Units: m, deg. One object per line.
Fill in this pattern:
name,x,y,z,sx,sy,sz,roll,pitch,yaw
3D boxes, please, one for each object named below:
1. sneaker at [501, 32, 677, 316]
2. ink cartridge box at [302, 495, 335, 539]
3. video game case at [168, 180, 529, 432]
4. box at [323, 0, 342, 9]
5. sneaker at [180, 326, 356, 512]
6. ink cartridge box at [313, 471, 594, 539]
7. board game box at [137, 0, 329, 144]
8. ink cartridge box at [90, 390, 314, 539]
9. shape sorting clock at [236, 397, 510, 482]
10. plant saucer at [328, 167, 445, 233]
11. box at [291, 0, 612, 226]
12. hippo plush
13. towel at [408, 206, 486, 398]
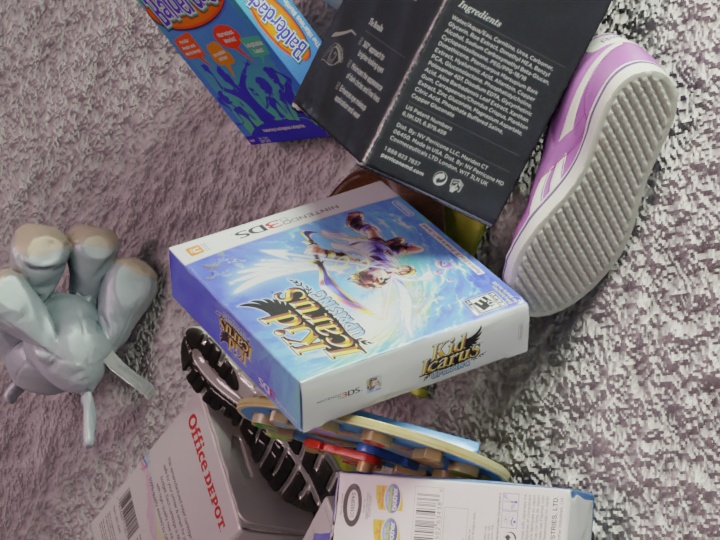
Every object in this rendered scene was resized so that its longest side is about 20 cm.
sneaker,0.150,-0.071,1.428,0.201,0.073,0.114,-62,27,17
ink cartridge box,-0.015,0.294,1.574,0.200,0.050,0.162,113,146,-46
video game case,-0.011,0.019,1.425,0.200,0.181,0.046,41,143,47
box,-0.029,-0.336,1.607,0.184,0.200,0.105,-31,34,45
sneaker,-0.054,0.108,1.638,0.200,0.090,0.078,50,135,21
ink cartridge box,0.052,0.209,1.385,0.199,0.076,0.137,2,80,19
board game box,-0.101,-0.195,1.683,0.045,0.200,0.152,-47,22,-23
ink cartridge box,-0.133,0.217,1.703,0.200,0.084,0.145,-50,44,33
shape sorting clock,0.008,0.125,1.441,0.200,0.200,0.039,5,78,54
plant saucer,0.000,0.000,1.603,0.200,0.034,0.201,-36,47,52
box,0.064,-0.163,1.461,0.200,0.117,0.197,-63,22,9
hippo plush,-0.277,0.053,1.933,0.200,0.159,0.161,53,157,-4
towel,0.058,-0.006,1.568,0.086,0.018,0.200,32,106,49
